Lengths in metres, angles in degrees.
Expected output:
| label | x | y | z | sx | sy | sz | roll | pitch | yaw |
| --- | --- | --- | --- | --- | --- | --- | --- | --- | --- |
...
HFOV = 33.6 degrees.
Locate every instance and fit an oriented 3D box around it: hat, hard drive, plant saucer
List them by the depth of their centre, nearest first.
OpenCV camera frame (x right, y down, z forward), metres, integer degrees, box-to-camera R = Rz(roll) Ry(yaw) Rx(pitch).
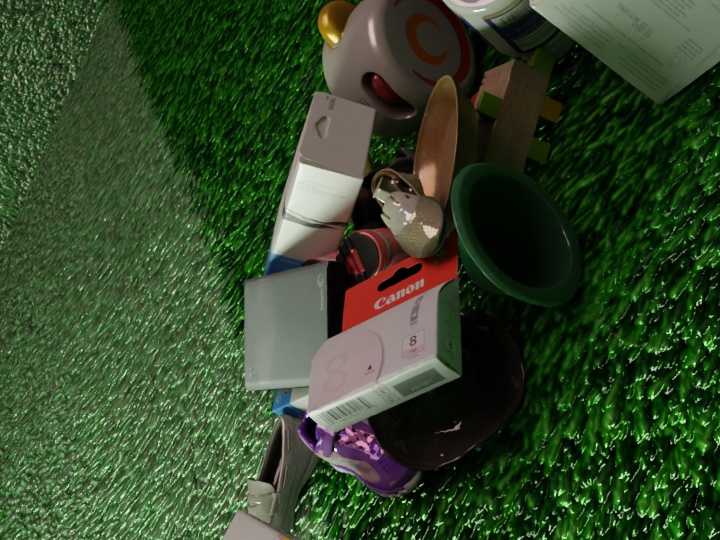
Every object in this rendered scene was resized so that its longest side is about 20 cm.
| label | x | y | z | sx | sy | sz | roll | pitch | yaw |
| --- | --- | --- | --- | --- | --- | --- | --- | --- | --- |
| hat | 0.071 | 0.102 | 1.240 | 0.200 | 0.081 | 0.201 | -21 | 42 | 20 |
| hat | 0.120 | 0.000 | 1.256 | 0.176 | 0.199 | 0.166 | -38 | 59 | 42 |
| plant saucer | 0.098 | -0.120 | 1.358 | 0.200 | 0.035 | 0.201 | -173 | 90 | -80 |
| hard drive | -0.078 | 0.070 | 1.420 | 0.200 | 0.033 | 0.140 | -12 | 76 | 56 |

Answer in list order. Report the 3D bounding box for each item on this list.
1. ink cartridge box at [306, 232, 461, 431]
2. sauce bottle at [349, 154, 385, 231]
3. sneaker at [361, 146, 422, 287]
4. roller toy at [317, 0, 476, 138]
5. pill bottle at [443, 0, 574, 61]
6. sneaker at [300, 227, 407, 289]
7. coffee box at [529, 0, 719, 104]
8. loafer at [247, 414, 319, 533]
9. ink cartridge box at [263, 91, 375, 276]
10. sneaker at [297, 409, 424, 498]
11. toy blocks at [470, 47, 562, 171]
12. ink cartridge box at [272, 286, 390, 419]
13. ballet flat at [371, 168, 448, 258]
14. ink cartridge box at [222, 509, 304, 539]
| label | x | y | z | sx | sy | sz | roll | pitch | yaw |
| --- | --- | --- | --- | --- | --- | --- | --- | --- | --- |
| ink cartridge box | 0.026 | 0.052 | 1.228 | 0.162 | 0.057 | 0.200 | -28 | 42 | 28 |
| sauce bottle | -0.002 | -0.102 | 1.626 | 0.066 | 0.066 | 0.200 | -46 | 33 | 23 |
| sneaker | 0.038 | -0.063 | 1.468 | 0.075 | 0.115 | 0.201 | -20 | 46 | 49 |
| roller toy | 0.046 | -0.276 | 1.585 | 0.140 | 0.200 | 0.183 | -25 | 75 | 47 |
| pill bottle | 0.179 | -0.317 | 1.381 | 0.119 | 0.200 | 0.120 | -7 | 75 | 28 |
| sneaker | 0.000 | 0.000 | 1.418 | 0.200 | 0.087 | 0.074 | -29 | 80 | 55 |
| coffee box | 0.304 | -0.335 | 1.219 | 0.200 | 0.199 | 0.198 | -39 | 33 | 34 |
| loafer | -0.110 | 0.270 | 1.432 | 0.070 | 0.070 | 0.201 | -8 | 56 | 55 |
| ink cartridge box | -0.051 | -0.098 | 1.488 | 0.145 | 0.084 | 0.200 | -81 | 9 | -46 |
| sneaker | -0.003 | 0.191 | 1.320 | 0.200 | 0.088 | 0.081 | 6 | 66 | 57 |
| toy blocks | 0.152 | -0.159 | 1.419 | 0.137 | 0.100 | 0.201 | -8 | 62 | 69 |
| ink cartridge box | -0.015 | 0.107 | 1.439 | 0.200 | 0.067 | 0.117 | -27 | 42 | 45 |
| ballet flat | 0.045 | -0.065 | 1.313 | 0.068 | 0.062 | 0.200 | -63 | 15 | 12 |
| ink cartridge box | -0.057 | 0.353 | 1.189 | 0.200 | 0.147 | 0.146 | 8 | 69 | 59 |
